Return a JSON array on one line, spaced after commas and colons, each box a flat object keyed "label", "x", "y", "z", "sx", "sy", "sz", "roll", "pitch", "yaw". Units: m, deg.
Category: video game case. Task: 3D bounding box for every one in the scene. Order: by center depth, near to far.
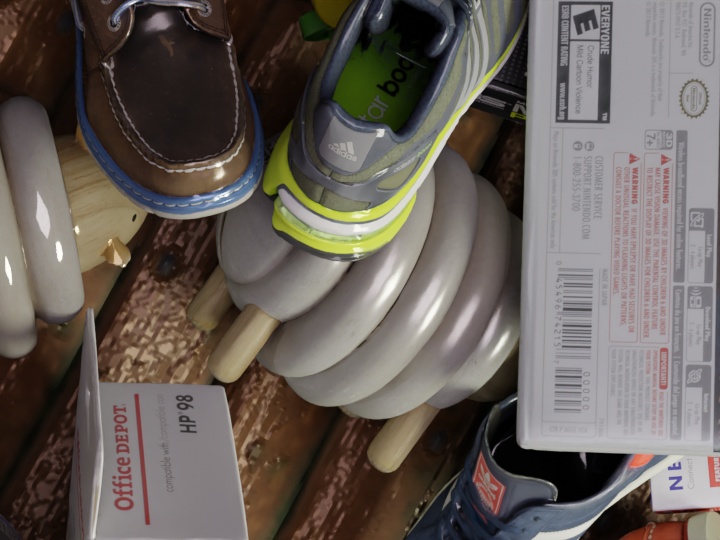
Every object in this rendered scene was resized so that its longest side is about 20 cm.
[{"label": "video game case", "x": 0.157, "y": -0.024, "z": 0.932, "sx": 0.180, "sy": 0.023, "sz": 0.202, "roll": 1, "pitch": 83, "yaw": 8}]

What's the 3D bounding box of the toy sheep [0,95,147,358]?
[{"label": "toy sheep", "x": -0.184, "y": -0.016, "z": 0.958, "sx": 0.198, "sy": 0.138, "sz": 0.139, "roll": -16, "pitch": 99, "yaw": -9}]

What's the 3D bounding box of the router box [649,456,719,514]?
[{"label": "router box", "x": 0.213, "y": 0.004, "z": 1.032, "sx": 0.178, "sy": 0.049, "sz": 0.202, "roll": -4, "pitch": 82, "yaw": 9}]

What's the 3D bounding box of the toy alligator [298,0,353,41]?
[{"label": "toy alligator", "x": -0.003, "y": -0.171, "z": 1.022, "sx": 0.054, "sy": 0.059, "sz": 0.202, "roll": 6, "pitch": 96, "yaw": 28}]

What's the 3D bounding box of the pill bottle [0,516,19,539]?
[{"label": "pill bottle", "x": -0.184, "y": 0.161, "z": 0.934, "sx": 0.113, "sy": 0.200, "sz": 0.115, "roll": -1, "pitch": 97, "yaw": -11}]

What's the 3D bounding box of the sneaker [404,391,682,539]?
[{"label": "sneaker", "x": 0.064, "y": 0.101, "z": 1.002, "sx": 0.200, "sy": 0.084, "sz": 0.075, "roll": -49, "pitch": 62, "yaw": 19}]

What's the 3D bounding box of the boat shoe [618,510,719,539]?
[{"label": "boat shoe", "x": 0.173, "y": 0.180, "z": 1.067, "sx": 0.062, "sy": 0.072, "sz": 0.200, "roll": -21, "pitch": 136, "yaw": 21}]

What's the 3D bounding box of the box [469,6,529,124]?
[{"label": "box", "x": 0.119, "y": -0.156, "z": 1.012, "sx": 0.159, "sy": 0.044, "sz": 0.202, "roll": 18, "pitch": 79, "yaw": -1}]

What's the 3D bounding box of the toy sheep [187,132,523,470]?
[{"label": "toy sheep", "x": 0.000, "y": 0.000, "z": 0.993, "sx": 0.199, "sy": 0.138, "sz": 0.139, "roll": 30, "pitch": 90, "yaw": -31}]

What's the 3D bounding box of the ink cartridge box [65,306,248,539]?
[{"label": "ink cartridge box", "x": -0.090, "y": 0.129, "z": 0.966, "sx": 0.066, "sy": 0.116, "sz": 0.202, "roll": 3, "pitch": 120, "yaw": -11}]

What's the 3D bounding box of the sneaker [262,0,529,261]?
[{"label": "sneaker", "x": 0.028, "y": -0.099, "z": 0.920, "sx": 0.073, "sy": 0.081, "sz": 0.201, "roll": 24, "pitch": 59, "yaw": 0}]

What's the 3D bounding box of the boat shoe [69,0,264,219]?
[{"label": "boat shoe", "x": -0.090, "y": -0.107, "z": 0.935, "sx": 0.072, "sy": 0.201, "sz": 0.073, "roll": -14, "pitch": 139, "yaw": -12}]
